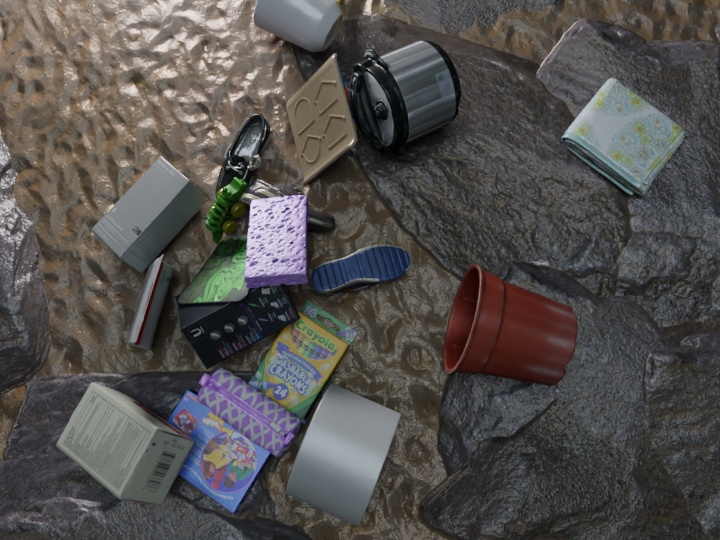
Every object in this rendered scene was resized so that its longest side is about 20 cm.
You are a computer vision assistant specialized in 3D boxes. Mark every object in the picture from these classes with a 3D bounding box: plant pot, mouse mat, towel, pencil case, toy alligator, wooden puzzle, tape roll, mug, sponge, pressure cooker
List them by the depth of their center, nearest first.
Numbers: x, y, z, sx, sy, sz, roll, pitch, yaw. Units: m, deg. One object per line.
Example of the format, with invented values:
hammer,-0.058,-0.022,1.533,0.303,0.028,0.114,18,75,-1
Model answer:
tape roll,-0.028,0.318,1.171,0.137,0.203,0.205,22,79,5
pencil case,-0.199,0.256,1.214,0.198,0.086,0.085,30,83,9
plant pot,0.272,0.113,1.221,0.192,0.201,0.204,16,78,-4
sponge,-0.151,-0.057,1.226,0.110,0.030,0.202,-6,48,3
mouse mat,-0.239,-0.008,1.261,0.159,0.008,0.201,-4,40,28
toy alligator,-0.256,-0.137,1.304,0.059,0.054,0.201,40,113,22
pressure cooker,0.073,-0.336,1.306,0.198,0.179,0.177,-28,70,-18
wooden puzzle,-0.072,-0.294,1.337,0.046,0.184,0.203,0,72,-38
towel,0.532,-0.268,1.362,0.199,0.048,0.172,40,79,9
mug,-0.109,-0.549,1.394,0.152,0.149,0.188,33,87,0

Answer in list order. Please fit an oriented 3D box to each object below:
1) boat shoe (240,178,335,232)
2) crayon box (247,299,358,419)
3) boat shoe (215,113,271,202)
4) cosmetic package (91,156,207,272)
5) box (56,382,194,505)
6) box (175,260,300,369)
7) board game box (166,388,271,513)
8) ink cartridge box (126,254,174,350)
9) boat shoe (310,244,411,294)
boat shoe,-0.140,-0.134,1.336,0.197,0.075,0.074,19,79,4
crayon box,-0.108,0.167,1.282,0.125,0.052,0.202,31,80,8
boat shoe,-0.241,-0.223,1.364,0.073,0.060,0.202,27,80,5
cosmetic package,-0.411,-0.111,1.323,0.106,0.090,0.201,35,83,27
box,-0.416,0.306,1.193,0.198,0.109,0.129,21,78,33
box,-0.229,0.069,1.253,0.198,0.122,0.107,-28,122,-4
board game box,-0.275,0.333,1.253,0.198,0.045,0.135,32,81,8
ink cartridge box,-0.380,0.062,1.239,0.049,0.199,0.163,18,77,-23
boat shoe,0.000,0.000,1.303,0.197,0.072,0.073,-11,77,-6
